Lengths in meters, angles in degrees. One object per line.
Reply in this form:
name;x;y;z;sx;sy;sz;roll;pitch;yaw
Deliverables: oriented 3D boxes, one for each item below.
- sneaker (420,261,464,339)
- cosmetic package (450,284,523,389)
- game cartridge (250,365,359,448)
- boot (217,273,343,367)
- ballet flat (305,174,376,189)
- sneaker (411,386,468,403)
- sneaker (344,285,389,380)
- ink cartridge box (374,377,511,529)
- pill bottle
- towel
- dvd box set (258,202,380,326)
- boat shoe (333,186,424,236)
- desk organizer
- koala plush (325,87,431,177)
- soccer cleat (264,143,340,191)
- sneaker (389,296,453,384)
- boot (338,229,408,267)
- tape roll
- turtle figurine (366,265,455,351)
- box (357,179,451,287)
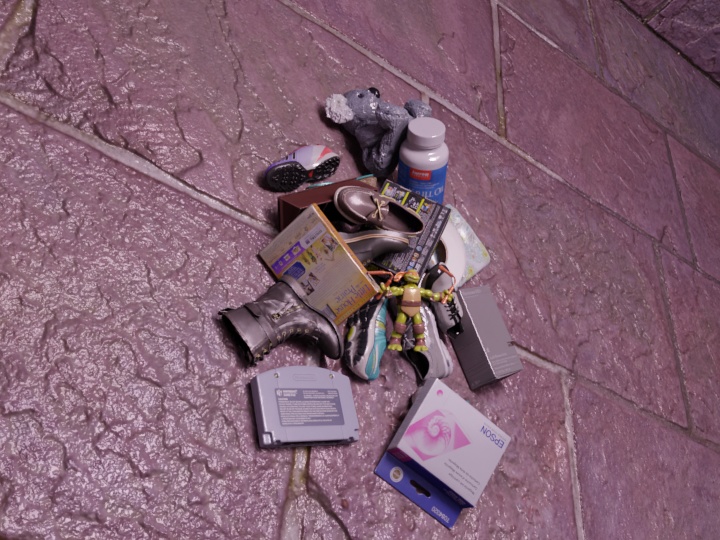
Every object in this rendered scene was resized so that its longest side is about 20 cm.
sneaker;0.175;0.062;1.537;0.073;0.202;0.080;-37;53;-13
cosmetic package;0.256;0.141;1.632;0.105;0.090;0.204;-9;72;-41
game cartridge;-0.095;0.232;1.307;0.196;0.041;0.136;8;54;-37
boot;-0.139;0.115;1.333;0.201;0.069;0.174;48;47;3
ballet flat;-0.033;-0.158;1.598;0.197;0.070;0.067;-17;95;-41
sneaker;0.188;0.291;1.468;0.199;0.079;0.078;38;45;-16
sneaker;0.020;0.119;1.468;0.080;0.076;0.203;44;46;-34
ink cartridge box;0.153;0.334;1.382;0.195;0.043;0.202;38;72;-14
pill bottle;0.136;-0.226;1.671;0.109;0.203;0.114;1;40;-1
towel;0.204;-0.052;1.742;0.199;0.048;0.173;-31;85;-47
dvd box set;-0.076;0.001;1.396;0.201;0.146;0.029;51;21;1
boat shoe;0.039;-0.113;1.473;0.197;0.059;0.074;23;79;-33
desk organizer;-0.062;-0.122;1.494;0.197;0.073;0.076;-18;31;-35
koala plush;0.022;-0.334;1.715;0.199;0.186;0.176;38;31;17
soccer cleat;-0.130;-0.216;1.560;0.198;0.069;0.073;-23;55;-42
sneaker;0.112;0.131;1.522;0.081;0.075;0.203;-21;76;-43
boot;0.000;0.000;1.470;0.194;0.078;0.142;-4;76;-1
tape roll;0.134;-0.034;1.632;0.198;0.037;0.208;7;67;-18
turtle figurine;0.084;0.068;1.440;0.195;0.064;0.166;4;91;-23
box;0.082;-0.073;1.572;0.157;0.045;0.203;23;61;8
